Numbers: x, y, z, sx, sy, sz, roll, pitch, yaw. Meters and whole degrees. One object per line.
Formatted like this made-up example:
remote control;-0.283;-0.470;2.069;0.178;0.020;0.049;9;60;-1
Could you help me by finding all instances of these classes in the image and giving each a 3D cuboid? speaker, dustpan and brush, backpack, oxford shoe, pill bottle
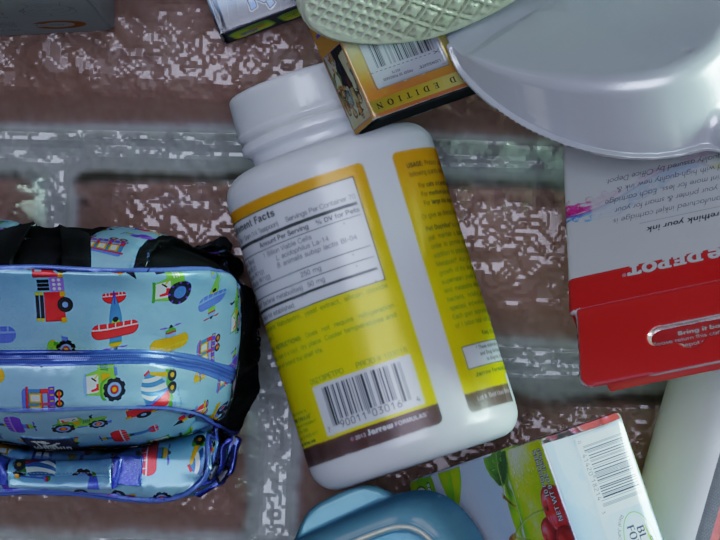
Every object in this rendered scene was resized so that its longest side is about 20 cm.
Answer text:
speaker;0.185;0.084;1.463;0.081;0.081;0.201;17;87;2
dustpan and brush;0.153;-0.083;1.381;0.139;0.057;0.200;-32;42;-24
backpack;-0.141;0.043;1.413;0.181;0.200;0.135;2;86;1
oxford shoe;0.057;-0.165;1.393;0.199;0.075;0.058;-25;53;-10
pill bottle;0.000;0.000;1.457;0.109;0.109;0.201;-17;86;0

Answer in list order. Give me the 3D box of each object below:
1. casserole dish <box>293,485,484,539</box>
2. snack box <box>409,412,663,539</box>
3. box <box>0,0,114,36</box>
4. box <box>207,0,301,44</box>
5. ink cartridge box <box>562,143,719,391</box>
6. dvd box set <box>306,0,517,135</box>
casserole dish;0.023;0.199;1.403;0.121;0.039;0.201;-24;80;8
snack box;0.105;0.181;1.426;0.053;0.142;0.201;-17;85;-27
box;-0.192;-0.176;1.427;0.124;0.200;0.098;-2;86;1
box;0.004;-0.202;1.506;0.199;0.035;0.111;-20;85;0
ink cartridge box;0.161;-0.018;1.402;0.116;0.067;0.201;-12;50;16
dvd box set;0.022;-0.181;1.441;0.146;0.029;0.201;-21;84;-27
